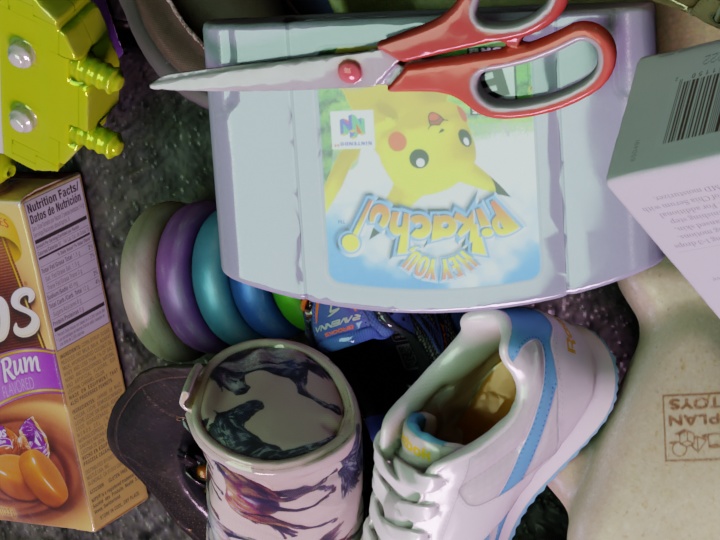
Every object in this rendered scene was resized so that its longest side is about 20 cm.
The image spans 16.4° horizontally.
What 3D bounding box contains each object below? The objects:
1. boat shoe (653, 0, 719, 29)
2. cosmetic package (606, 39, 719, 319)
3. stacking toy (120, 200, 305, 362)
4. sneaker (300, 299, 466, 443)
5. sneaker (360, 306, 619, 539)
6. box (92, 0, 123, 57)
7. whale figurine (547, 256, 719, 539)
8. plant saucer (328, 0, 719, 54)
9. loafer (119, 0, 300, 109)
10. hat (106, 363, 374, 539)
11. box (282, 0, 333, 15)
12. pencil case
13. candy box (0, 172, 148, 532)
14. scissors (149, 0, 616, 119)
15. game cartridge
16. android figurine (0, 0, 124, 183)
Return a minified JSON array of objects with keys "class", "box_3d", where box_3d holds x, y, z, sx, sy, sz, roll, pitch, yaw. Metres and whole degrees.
[{"class":"boat shoe","box_3d":[0.172,-0.127,1.021,0.200,0.065,0.071,10,127,-1]},{"class":"cosmetic package","box_3d":[0.200,-0.012,1.042,0.101,0.071,0.200,-11,136,37]},{"class":"stacking toy","box_3d":[-0.021,-0.004,1.264,0.200,0.085,0.085,-7,106,32]},{"class":"sneaker","box_3d":[0.000,0.000,1.163,0.075,0.078,0.200,-18,115,30]},{"class":"sneaker","box_3d":[0.033,0.103,1.140,0.077,0.081,0.200,36,100,43]},{"class":"box","box_3d":[-0.232,-0.173,1.335,0.200,0.039,0.137,10,132,32]},{"class":"whale figurine","box_3d":[0.162,0.083,1.168,0.159,0.104,0.200,-5,85,14]},{"class":"plant saucer","box_3d":[0.100,-0.112,1.110,0.200,0.048,0.200,-22,97,15]},{"class":"loafer","box_3d":[-0.081,-0.149,1.211,0.200,0.073,0.071,49,136,28]},{"class":"hat","box_3d":[-0.031,0.088,1.295,0.201,0.081,0.201,22,145,16]},{"class":"box","box_3d":[0.021,-0.110,1.213,0.200,0.032,0.121,17,119,29]},{"class":"pencil case","box_3d":[-0.041,0.113,1.189,0.089,0.078,0.200,2,143,2]},{"class":"candy box","box_3d":[-0.199,0.044,1.421,0.117,0.056,0.200,2,110,36]},{"class":"scissors","box_3d":[0.009,-0.081,1.067,0.200,0.014,0.073,-18,110,19]},{"class":"game cartridge","box_3d":[0.032,-0.048,1.095,0.200,0.040,0.133,-2,105,12]},{"class":"android figurine","box_3d":[-0.205,-0.121,1.301,0.200,0.041,0.182,28,140,17]}]
